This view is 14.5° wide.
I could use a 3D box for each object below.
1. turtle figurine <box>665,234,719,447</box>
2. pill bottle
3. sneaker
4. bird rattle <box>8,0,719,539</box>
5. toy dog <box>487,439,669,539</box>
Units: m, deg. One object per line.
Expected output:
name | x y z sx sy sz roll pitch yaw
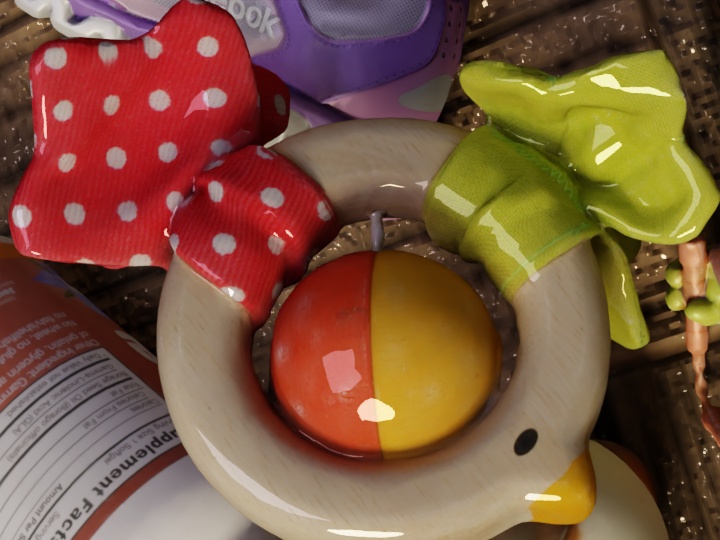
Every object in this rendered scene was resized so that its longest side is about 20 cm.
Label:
turtle figurine | 0.141 -0.033 0.793 0.200 0.064 0.162 155 105 -70
pill bottle | -0.092 0.084 0.971 0.200 0.112 0.112 38 119 26
sneaker | -0.042 -0.100 0.928 0.200 0.080 0.089 33 112 22
bird rattle | 0.000 0.000 0.804 0.113 0.199 0.164 107 163 -66
toy dog | 0.051 0.149 0.858 0.193 0.139 0.201 -11 90 36
